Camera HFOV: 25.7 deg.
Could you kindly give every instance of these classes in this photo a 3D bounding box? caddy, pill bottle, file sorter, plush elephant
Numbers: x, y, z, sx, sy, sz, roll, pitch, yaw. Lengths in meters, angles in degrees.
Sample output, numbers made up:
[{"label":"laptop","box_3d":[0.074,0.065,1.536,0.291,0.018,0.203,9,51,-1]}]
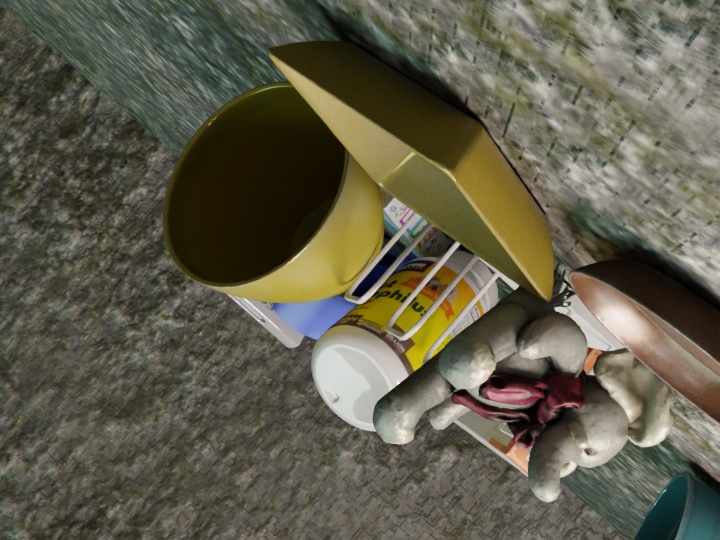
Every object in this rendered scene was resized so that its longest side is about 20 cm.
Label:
[{"label":"caddy","box_3d":[0.000,0.000,1.636,0.200,0.105,0.142,17,-136,-24]},{"label":"pill bottle","box_3d":[0.049,0.059,1.498,0.109,0.200,0.110,20,128,27]},{"label":"file sorter","box_3d":[0.103,0.039,1.361,0.200,0.125,0.139,41,176,-7]},{"label":"plush elephant","box_3d":[0.135,0.099,1.186,0.155,0.200,0.165,51,140,5]}]

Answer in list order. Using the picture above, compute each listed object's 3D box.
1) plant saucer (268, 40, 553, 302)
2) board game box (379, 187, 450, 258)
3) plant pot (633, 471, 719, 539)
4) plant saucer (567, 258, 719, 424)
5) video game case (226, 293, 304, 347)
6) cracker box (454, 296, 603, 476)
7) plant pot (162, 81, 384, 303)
[{"label":"plant saucer","box_3d":[0.049,-0.081,1.122,0.200,0.048,0.200,37,174,37]},{"label":"board game box","box_3d":[-0.010,-0.093,1.578,0.200,0.034,0.134,38,175,32]},{"label":"plant pot","box_3d":[0.381,0.342,1.646,0.188,0.200,0.200,26,175,3]},{"label":"plant saucer","box_3d":[0.226,0.054,1.056,0.200,0.035,0.200,40,176,3]},{"label":"video game case","box_3d":[-0.089,-0.050,1.694,0.024,0.200,0.182,-9,136,48]},{"label":"cracker box","box_3d":[0.158,0.114,1.550,0.058,0.134,0.200,42,176,-25]},{"label":"plant pot","box_3d":[-0.058,-0.050,1.430,0.200,0.200,0.142,37,180,41]}]
